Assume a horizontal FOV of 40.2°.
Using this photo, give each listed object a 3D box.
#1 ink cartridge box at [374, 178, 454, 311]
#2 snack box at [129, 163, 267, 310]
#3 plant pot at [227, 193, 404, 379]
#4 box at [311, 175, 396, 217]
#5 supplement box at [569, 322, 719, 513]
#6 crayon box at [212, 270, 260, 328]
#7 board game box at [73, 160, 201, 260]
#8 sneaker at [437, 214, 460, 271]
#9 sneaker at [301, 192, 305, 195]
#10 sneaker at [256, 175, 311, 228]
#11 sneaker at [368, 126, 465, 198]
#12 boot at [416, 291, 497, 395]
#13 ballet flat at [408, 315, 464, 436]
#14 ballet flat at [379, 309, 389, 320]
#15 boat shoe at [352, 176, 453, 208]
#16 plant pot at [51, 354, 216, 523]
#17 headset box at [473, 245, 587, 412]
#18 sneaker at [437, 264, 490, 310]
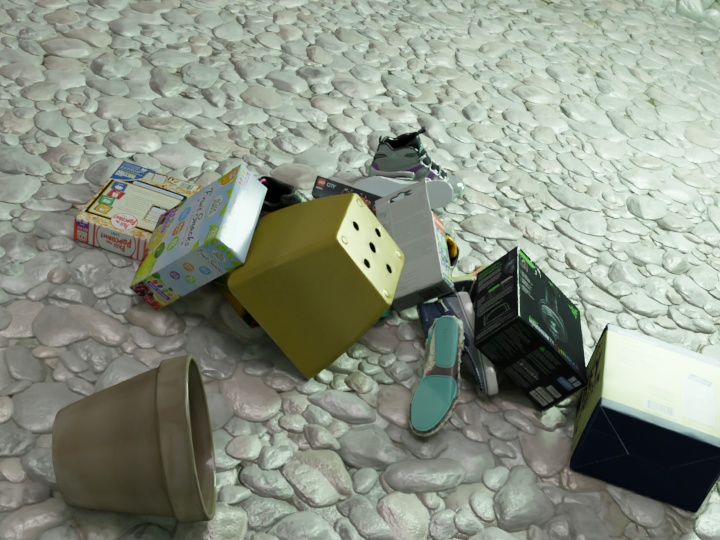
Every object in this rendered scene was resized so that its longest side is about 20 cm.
[{"bbox_3d":[0.088,-0.043,1.656,0.050,0.108,0.202,38,38,-50],"label":"ink cartridge box"},{"bbox_3d":[-0.248,-0.051,1.512,0.068,0.199,0.170,44,37,-30],"label":"snack box"},{"bbox_3d":[-0.048,0.002,1.474,0.201,0.175,0.201,50,31,-20],"label":"plant pot"},{"bbox_3d":[0.016,-0.115,1.782,0.198,0.038,0.137,19,-1,6],"label":"box"},{"bbox_3d":[0.434,0.216,1.473,0.198,0.135,0.200,19,36,5],"label":"supplement box"},{"bbox_3d":[-0.173,0.003,1.609,0.126,0.051,0.200,-15,46,-35],"label":"crayon box"},{"bbox_3d":[-0.377,-0.102,1.678,0.150,0.047,0.201,18,36,3],"label":"board game box"},{"bbox_3d":[0.145,-0.036,1.734,0.077,0.082,0.201,36,35,-15],"label":"sneaker"},{"bbox_3d":[-0.051,-0.073,1.729,0.198,0.079,0.076,21,37,9],"label":"sneaker"},{"bbox_3d":[-0.158,-0.122,1.608,0.198,0.087,0.081,5,59,34],"label":"sneaker"},{"bbox_3d":[0.122,-0.218,1.928,0.197,0.141,0.078,8,36,-9],"label":"sneaker"},{"bbox_3d":[0.153,0.124,1.566,0.089,0.073,0.201,-14,44,-2],"label":"boot"},{"bbox_3d":[0.122,0.164,1.477,0.075,0.064,0.202,9,61,18],"label":"ballet flat"},{"bbox_3d":[0.000,0.000,1.653,0.067,0.070,0.203,19,54,-51],"label":"ballet flat"},{"bbox_3d":[0.078,-0.147,1.888,0.197,0.073,0.068,-4,4,-3],"label":"boat shoe"},{"bbox_3d":[-0.276,0.214,1.199,0.171,0.202,0.201,-7,39,-3],"label":"plant pot"},{"bbox_3d":[0.269,0.086,1.558,0.174,0.092,0.201,43,30,-20],"label":"headset box"},{"bbox_3d":[0.208,0.029,1.701,0.198,0.079,0.090,0,30,-29],"label":"sneaker"}]
